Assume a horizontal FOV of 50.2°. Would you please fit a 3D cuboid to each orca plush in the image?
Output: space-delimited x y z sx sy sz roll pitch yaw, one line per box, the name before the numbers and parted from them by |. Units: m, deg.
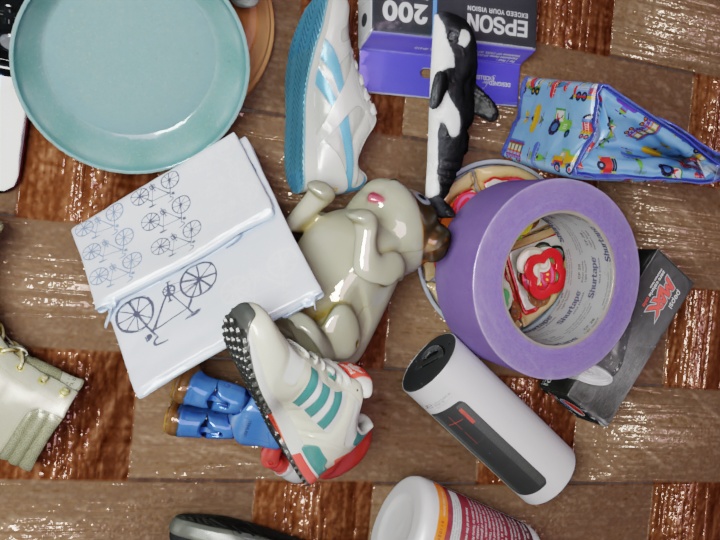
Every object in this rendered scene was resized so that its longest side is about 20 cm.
orca plush | 0.104 -0.153 0.771 0.070 0.105 0.202 3 85 7

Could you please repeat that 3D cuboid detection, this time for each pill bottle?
pill bottle | 0.118 0.303 0.805 0.199 0.113 0.114 28 83 -16

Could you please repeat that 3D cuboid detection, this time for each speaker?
speaker | 0.138 0.159 0.825 0.200 0.081 0.081 44 79 -15

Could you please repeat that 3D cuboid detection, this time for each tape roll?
tape roll | 0.184 0.006 0.800 0.198 0.085 0.202 -2 96 -20

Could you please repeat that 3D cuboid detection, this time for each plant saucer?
plant saucer | -0.197 -0.181 0.670 0.198 0.036 0.201 -11 129 -14
plant saucer | -0.177 -0.243 0.733 0.198 0.037 0.203 -1 92 -18

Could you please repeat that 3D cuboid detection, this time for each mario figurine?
mario figurine | -0.085 0.139 0.754 0.198 0.124 0.107 17 61 -7

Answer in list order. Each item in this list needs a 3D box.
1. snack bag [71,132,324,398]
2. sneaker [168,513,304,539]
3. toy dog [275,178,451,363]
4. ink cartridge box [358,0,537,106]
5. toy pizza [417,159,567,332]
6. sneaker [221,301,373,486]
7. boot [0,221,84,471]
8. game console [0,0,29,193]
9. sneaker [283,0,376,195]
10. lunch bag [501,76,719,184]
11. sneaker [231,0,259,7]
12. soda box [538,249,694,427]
snack bag | -0.150 -0.009 0.674 0.187 0.021 0.201 -29 60 0
sneaker | -0.106 0.310 0.751 0.198 0.076 0.115 28 76 -22
toy dog | 0.000 0.000 0.744 0.200 0.139 0.194 -49 132 -16
ink cartridge box | 0.095 -0.285 0.819 0.196 0.043 0.202 0 93 -18
toy pizza | 0.156 -0.023 0.851 0.198 0.032 0.203 -1 92 -18
sneaker | -0.043 0.088 0.632 0.093 0.070 0.201 -30 130 -15
boot | -0.315 0.064 0.678 0.154 0.072 0.202 26 89 -17
game console | -0.378 -0.170 0.630 0.198 0.172 0.120 8 62 -19
sneaker | -0.028 -0.177 0.770 0.080 0.076 0.202 1 98 -25
lunch bag | 0.280 -0.133 0.824 0.198 0.151 0.095 12 102 -22
sneaker | -0.160 -0.309 0.685 0.070 0.080 0.201 -41 84 -6
soda box | 0.294 0.073 0.883 0.071 0.063 0.201 37 80 -16
